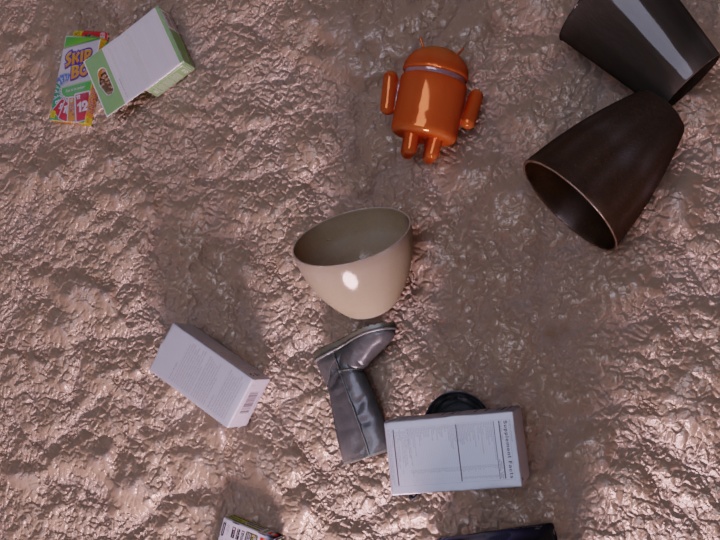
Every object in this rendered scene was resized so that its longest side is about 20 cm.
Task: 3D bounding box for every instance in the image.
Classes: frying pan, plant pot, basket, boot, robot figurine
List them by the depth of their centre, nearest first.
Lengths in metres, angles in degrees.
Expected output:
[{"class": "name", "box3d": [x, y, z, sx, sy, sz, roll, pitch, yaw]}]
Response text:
[{"class": "plant pot", "box3d": [0.380, -0.167, 1.214, 0.200, 0.187, 0.187, -45, 70, -1]}, {"class": "basket", "box3d": [0.430, -0.353, 1.228, 0.200, 0.136, 0.181, 49, 138, 13]}, {"class": "frying pan", "box3d": [0.152, 0.290, 1.313, 0.114, 0.031, 0.192, 11, 90, 21]}, {"class": "plant pot", "box3d": [0.000, 0.000, 1.341, 0.199, 0.201, 0.135, -5, 118, 21]}, {"class": "robot figurine", "box3d": [0.118, -0.283, 1.354, 0.143, 0.116, 0.202, 10, 88, 37]}, {"class": "boot", "box3d": [0.013, 0.205, 1.357, 0.181, 0.072, 0.201, -30, 66, 30]}]

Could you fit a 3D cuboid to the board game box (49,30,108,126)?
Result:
[{"class": "board game box", "box3d": [-0.587, -0.405, 1.693, 0.095, 0.030, 0.202, 8, 84, 22]}]

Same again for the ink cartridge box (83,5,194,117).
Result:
[{"class": "ink cartridge box", "box3d": [-0.444, -0.412, 1.624, 0.199, 0.048, 0.146, -32, 73, 15]}]

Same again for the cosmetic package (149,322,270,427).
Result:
[{"class": "cosmetic package", "box3d": [-0.274, 0.188, 1.470, 0.199, 0.071, 0.102, 31, 95, 22]}]

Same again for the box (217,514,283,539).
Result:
[{"class": "box", "box3d": [-0.214, 0.546, 1.422, 0.109, 0.035, 0.202, 15, 89, 22]}]

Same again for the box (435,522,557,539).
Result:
[{"class": "box", "box3d": [0.187, 0.456, 1.189, 0.198, 0.198, 0.124, -15, 78, 18]}]

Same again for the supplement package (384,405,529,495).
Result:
[{"class": "supplement package", "box3d": [0.150, 0.275, 1.244, 0.198, 0.109, 0.115, -8, 83, 17]}]
